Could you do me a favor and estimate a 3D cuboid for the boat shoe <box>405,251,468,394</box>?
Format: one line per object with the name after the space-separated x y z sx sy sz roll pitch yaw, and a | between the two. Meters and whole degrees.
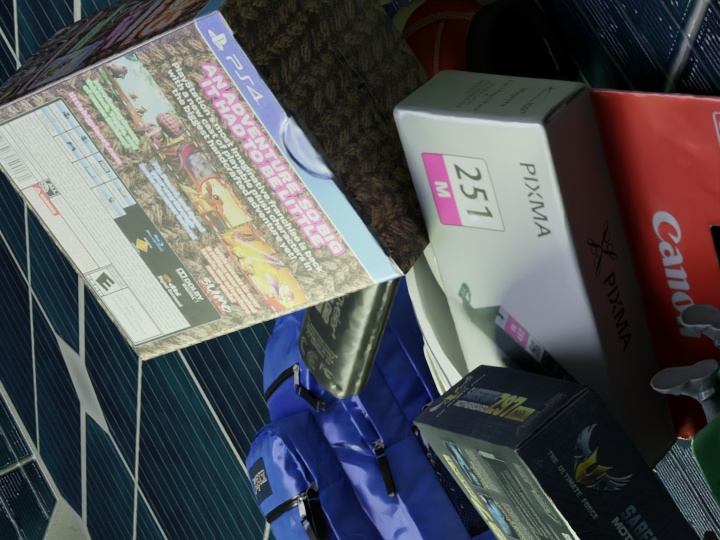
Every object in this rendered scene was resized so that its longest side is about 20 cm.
0.066 0.038 1.564 0.066 0.072 0.201 13 133 61 | boat shoe

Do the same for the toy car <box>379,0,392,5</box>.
-0.042 -0.238 1.477 0.165 0.157 0.201 118 153 -51 | toy car

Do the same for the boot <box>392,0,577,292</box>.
0.081 -0.043 1.435 0.144 0.072 0.201 16 126 68 | boot

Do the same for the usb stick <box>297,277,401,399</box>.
0.000 0.000 1.535 0.056 0.032 0.200 53 151 24 | usb stick

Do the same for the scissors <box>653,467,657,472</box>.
0.110 0.039 1.569 0.201 0.014 0.073 58 160 19 | scissors

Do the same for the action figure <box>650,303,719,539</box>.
0.188 0.107 1.281 0.054 0.118 0.201 -1 130 34 | action figure

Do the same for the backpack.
0.016 0.099 1.683 0.201 0.167 0.163 66 158 8 | backpack

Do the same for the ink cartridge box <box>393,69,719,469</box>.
0.116 0.008 1.317 0.173 0.044 0.201 9 126 42 | ink cartridge box

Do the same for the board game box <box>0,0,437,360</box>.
-0.068 -0.064 1.409 0.199 0.097 0.160 -18 115 43 | board game box

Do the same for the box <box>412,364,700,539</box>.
0.118 0.139 1.304 0.200 0.051 0.158 55 167 -10 | box
